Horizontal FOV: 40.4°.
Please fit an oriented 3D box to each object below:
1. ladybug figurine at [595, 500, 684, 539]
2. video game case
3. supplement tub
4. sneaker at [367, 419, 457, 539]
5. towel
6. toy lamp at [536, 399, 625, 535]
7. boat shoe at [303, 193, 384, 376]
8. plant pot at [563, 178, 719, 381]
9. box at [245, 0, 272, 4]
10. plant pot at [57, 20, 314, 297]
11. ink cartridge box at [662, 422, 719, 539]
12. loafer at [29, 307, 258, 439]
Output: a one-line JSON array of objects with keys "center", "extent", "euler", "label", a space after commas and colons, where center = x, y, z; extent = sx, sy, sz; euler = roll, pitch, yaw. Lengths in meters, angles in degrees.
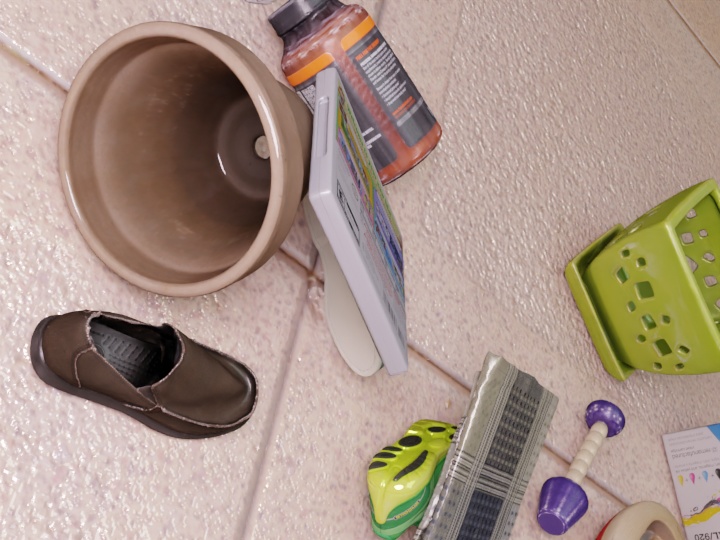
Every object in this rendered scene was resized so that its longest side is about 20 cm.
[{"center": [0.315, 0.349, 1.138], "extent": [0.199, 0.071, 0.138], "euler": [-22, 90, -49], "label": "ladybug figurine"}, {"center": [0.001, -0.043, 0.841], "extent": [0.184, 0.022, 0.202], "euler": [-89, 161, -49], "label": "video game case"}, {"center": [-0.009, -0.190, 0.985], "extent": [0.201, 0.106, 0.107], "euler": [55, 43, -16], "label": "supplement tub"}, {"center": [0.062, 0.199, 0.944], "extent": [0.199, 0.073, 0.085], "euler": [-12, 116, -56], "label": "sneaker"}, {"center": [0.122, 0.188, 0.944], "extent": [0.192, 0.034, 0.203], "euler": [34, 76, -55], "label": "towel"}, {"center": [0.256, 0.228, 1.137], "extent": [0.059, 0.058, 0.200], "euler": [57, 43, -13], "label": "toy lamp"}, {"center": [0.000, 0.000, 0.944], "extent": [0.061, 0.072, 0.203], "euler": [-2, 71, -43], "label": "boat shoe"}, {"center": [0.389, 0.022, 1.270], "extent": [0.198, 0.180, 0.203], "euler": [-30, 97, -48], "label": "plant pot"}, {"center": [-0.096, -0.383, 0.968], "extent": [0.034, 0.109, 0.203], "euler": [-9, 81, -48], "label": "box"}, {"center": [-0.116, -0.095, 0.795], "extent": [0.203, 0.198, 0.174], "euler": [66, 23, -3], "label": "plant pot"}, {"center": [0.526, 0.305, 1.326], "extent": [0.143, 0.146, 0.204], "euler": [2, 72, -46], "label": "ink cartridge box"}, {"center": [-0.150, 0.081, 0.749], "extent": [0.198, 0.071, 0.074], "euler": [21, 60, -40], "label": "loafer"}]
